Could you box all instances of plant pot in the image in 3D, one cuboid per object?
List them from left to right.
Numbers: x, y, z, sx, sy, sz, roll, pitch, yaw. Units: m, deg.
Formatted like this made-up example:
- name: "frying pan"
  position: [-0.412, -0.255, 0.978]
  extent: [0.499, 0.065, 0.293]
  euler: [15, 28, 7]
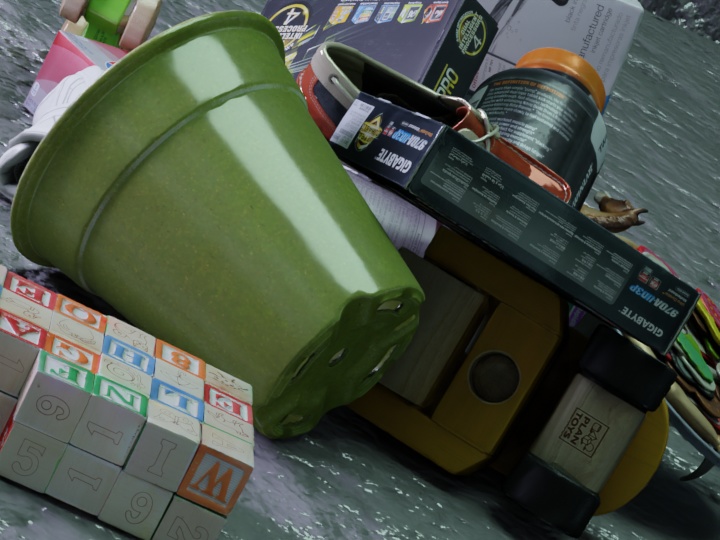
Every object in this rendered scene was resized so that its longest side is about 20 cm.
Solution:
- name: "plant pot"
  position: [-0.065, -0.012, 1.464]
  extent: [0.190, 0.200, 0.200]
  euler: [47, 21, 20]

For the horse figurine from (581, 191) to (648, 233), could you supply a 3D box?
- name: "horse figurine"
  position: [0.113, -0.058, 1.934]
  extent: [0.132, 0.050, 0.199]
  euler: [31, 14, 33]

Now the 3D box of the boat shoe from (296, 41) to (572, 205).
- name: "boat shoe"
  position: [0.050, -0.082, 1.631]
  extent: [0.199, 0.063, 0.071]
  euler: [25, 40, -6]

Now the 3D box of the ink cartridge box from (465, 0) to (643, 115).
- name: "ink cartridge box"
  position: [0.087, -0.167, 1.891]
  extent: [0.199, 0.147, 0.086]
  euler: [19, 11, -12]

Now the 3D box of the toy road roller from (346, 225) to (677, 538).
- name: "toy road roller"
  position: [0.095, 0.073, 1.571]
  extent: [0.199, 0.123, 0.146]
  euler: [32, 0, 10]

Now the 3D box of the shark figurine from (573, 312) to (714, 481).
- name: "shark figurine"
  position: [0.182, 0.064, 1.717]
  extent: [0.213, 0.090, 0.128]
  euler: [20, -22, -12]

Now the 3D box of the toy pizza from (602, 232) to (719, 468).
- name: "toy pizza"
  position: [0.221, 0.052, 1.696]
  extent: [0.200, 0.032, 0.201]
  euler: [43, 23, -23]

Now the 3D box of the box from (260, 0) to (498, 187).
- name: "box"
  position: [-0.018, -0.117, 1.766]
  extent: [0.199, 0.162, 0.049]
  euler: [6, -28, 45]

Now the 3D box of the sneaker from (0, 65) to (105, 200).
- name: "sneaker"
  position: [-0.192, -0.079, 1.628]
  extent: [0.099, 0.078, 0.200]
  euler: [-19, 13, -17]

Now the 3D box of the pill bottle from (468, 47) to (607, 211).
- name: "pill bottle"
  position: [0.107, -0.068, 1.757]
  extent: [0.106, 0.106, 0.200]
  euler: [28, 49, 1]

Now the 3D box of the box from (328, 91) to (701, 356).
- name: "box"
  position: [0.090, -0.031, 1.534]
  extent: [0.199, 0.046, 0.159]
  euler: [32, 0, -21]

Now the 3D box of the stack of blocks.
- name: "stack of blocks"
  position: [-0.153, 0.059, 1.262]
  extent: [0.199, 0.059, 0.115]
  euler: [26, 15, -10]

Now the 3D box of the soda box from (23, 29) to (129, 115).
- name: "soda box"
  position: [-0.151, -0.090, 1.759]
  extent: [0.070, 0.064, 0.200]
  euler: [14, 20, -44]

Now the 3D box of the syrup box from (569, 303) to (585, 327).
- name: "syrup box"
  position: [0.101, 0.018, 1.826]
  extent: [0.199, 0.079, 0.081]
  euler: [31, 14, 11]

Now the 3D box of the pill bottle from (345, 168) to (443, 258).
- name: "pill bottle"
  position: [0.000, 0.000, 1.641]
  extent: [0.199, 0.110, 0.110]
  euler: [26, 15, -9]

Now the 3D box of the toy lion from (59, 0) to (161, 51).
- name: "toy lion"
  position: [-0.158, -0.246, 1.907]
  extent: [0.068, 0.193, 0.200]
  euler: [26, -14, -4]
